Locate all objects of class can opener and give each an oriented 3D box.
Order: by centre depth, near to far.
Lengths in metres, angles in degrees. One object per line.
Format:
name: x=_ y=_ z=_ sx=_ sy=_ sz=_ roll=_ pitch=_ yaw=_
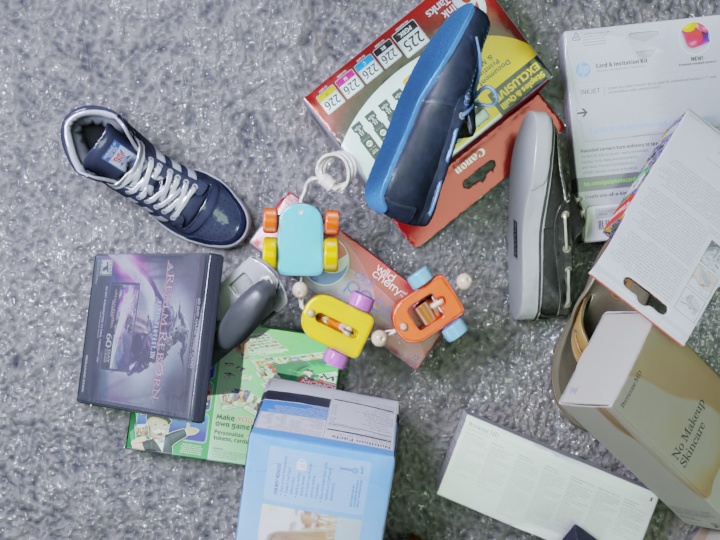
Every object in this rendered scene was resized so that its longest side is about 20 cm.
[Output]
can opener: x=-0.143 y=0.062 z=1.048 sx=0.199 sy=0.067 sz=0.054 roll=-40 pitch=89 yaw=28

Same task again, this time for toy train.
toy train: x=0.000 y=0.000 z=1.052 sx=0.150 sy=0.056 sz=0.201 roll=-38 pitch=93 yaw=0

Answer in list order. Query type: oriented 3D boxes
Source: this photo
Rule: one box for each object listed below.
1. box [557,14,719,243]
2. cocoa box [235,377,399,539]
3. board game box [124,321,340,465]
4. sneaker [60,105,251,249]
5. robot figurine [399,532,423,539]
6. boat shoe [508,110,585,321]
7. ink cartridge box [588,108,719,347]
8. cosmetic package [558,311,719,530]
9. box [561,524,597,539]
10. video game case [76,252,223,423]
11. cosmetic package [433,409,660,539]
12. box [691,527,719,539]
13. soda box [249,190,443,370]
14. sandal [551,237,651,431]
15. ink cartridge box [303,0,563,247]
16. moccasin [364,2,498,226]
box: x=0.276 y=-0.134 z=1.124 sx=0.153 sy=0.041 sz=0.204 roll=-6 pitch=90 yaw=0
cocoa box: x=-0.042 y=0.222 z=1.056 sx=0.131 sy=0.131 sz=0.203 roll=9 pitch=105 yaw=1
board game box: x=-0.120 y=0.118 z=1.134 sx=0.196 sy=0.029 sz=0.137 roll=8 pitch=89 yaw=1
sneaker: x=-0.195 y=-0.086 z=1.097 sx=0.199 sy=0.109 sz=0.071 roll=34 pitch=91 yaw=1
robot figurine: x=0.068 y=0.302 z=1.043 sx=0.058 sy=0.200 sz=0.145 roll=-41 pitch=88 yaw=0
boat shoe: x=0.176 y=-0.051 z=1.100 sx=0.062 sy=0.071 sz=0.203 roll=-3 pitch=112 yaw=-8
ink cartridge box: x=0.282 y=-0.034 z=1.044 sx=0.108 sy=0.050 sz=0.201 roll=37 pitch=67 yaw=-1
cosmetic package: x=0.281 y=0.137 z=1.056 sx=0.200 sy=0.071 sz=0.106 roll=41 pitch=68 yaw=-24
box: x=0.220 y=0.374 z=1.062 sx=0.199 sy=0.104 sz=0.183 roll=37 pitch=105 yaw=-3
video game case: x=-0.196 y=0.057 z=1.067 sx=0.019 sy=0.198 sz=0.146 roll=11 pitch=83 yaw=-41
cosmetic package: x=0.176 y=0.209 z=1.116 sx=0.197 sy=0.051 sz=0.084 roll=23 pitch=92 yaw=1
box: x=0.388 y=0.244 z=1.098 sx=0.095 sy=0.078 sz=0.201 roll=38 pitch=90 yaw=1
soda box: x=-0.007 y=0.009 z=1.112 sx=0.199 sy=0.070 sz=0.064 roll=38 pitch=91 yaw=1
sandal: x=0.233 y=0.060 z=1.102 sx=0.079 sy=0.054 sz=0.203 roll=16 pitch=106 yaw=0
ink cartridge box: x=0.076 y=-0.150 z=1.106 sx=0.199 sy=0.084 sz=0.176 roll=-39 pitch=89 yaw=0
moccasin: x=0.068 y=-0.133 z=1.026 sx=0.068 sy=0.080 sz=0.202 roll=28 pitch=85 yaw=-19
